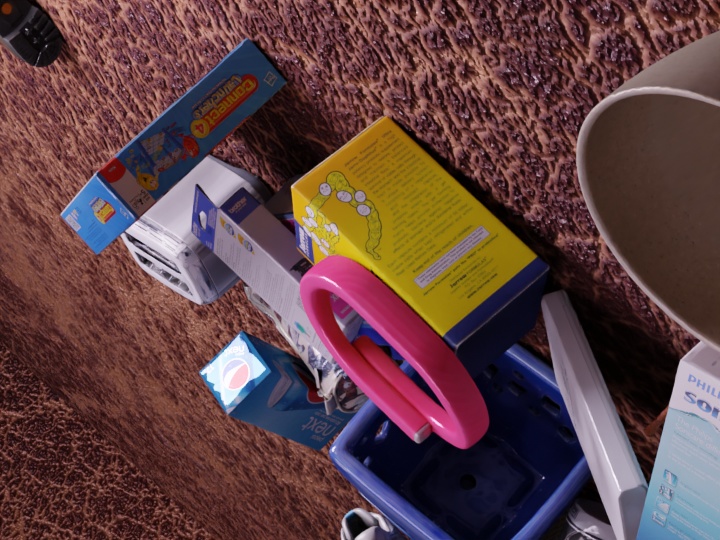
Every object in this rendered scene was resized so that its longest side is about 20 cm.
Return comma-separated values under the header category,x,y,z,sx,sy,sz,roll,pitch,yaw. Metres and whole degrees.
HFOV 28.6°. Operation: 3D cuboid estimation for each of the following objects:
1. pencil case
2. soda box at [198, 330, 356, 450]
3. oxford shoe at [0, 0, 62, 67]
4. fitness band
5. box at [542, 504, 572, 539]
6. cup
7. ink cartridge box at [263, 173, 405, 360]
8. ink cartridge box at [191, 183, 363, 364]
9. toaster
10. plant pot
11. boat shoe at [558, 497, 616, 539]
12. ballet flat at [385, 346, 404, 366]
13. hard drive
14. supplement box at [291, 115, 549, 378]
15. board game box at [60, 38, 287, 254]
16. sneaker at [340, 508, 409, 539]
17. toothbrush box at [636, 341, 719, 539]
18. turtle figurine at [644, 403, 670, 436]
category,x,y,z,sx,sy,sz,roll,pitch,yaw
pencil case,-0.046,0.064,1.509,0.200,0.089,0.078,48,147,38
soda box,-0.084,0.132,1.523,0.064,0.068,0.200,50,-171,30
oxford shoe,-0.427,-0.317,1.607,0.084,0.073,0.200,24,151,48
fitness band,0.025,0.071,1.166,0.200,0.037,0.144,43,160,21
box,0.221,0.342,1.446,0.176,0.096,0.200,58,-174,-28
cup,0.234,-0.057,0.728,0.200,0.143,0.200,39,159,18
ink cartridge box,0.000,0.000,1.380,0.200,0.076,0.136,51,159,-18
ink cartridge box,-0.081,-0.004,1.364,0.200,0.042,0.119,41,160,8
toaster,-0.175,-0.049,1.543,0.200,0.129,0.114,29,155,36
plant pot,0.109,0.186,1.354,0.200,0.200,0.180,38,164,17
boat shoe,0.277,0.282,1.304,0.199,0.068,0.074,22,-168,4
ballet flat,0.028,0.108,1.546,0.066,0.057,0.200,47,159,-5
hard drive,0.195,0.131,1.163,0.132,0.026,0.200,71,-178,-48
supplement box,0.047,-0.011,1.190,0.200,0.109,0.109,45,160,21
board game box,-0.181,-0.113,1.341,0.056,0.196,0.200,48,160,-8
sneaker,0.015,0.267,1.369,0.087,0.075,0.200,54,169,1
toothbrush box,0.291,0.147,1.001,0.146,0.085,0.201,30,138,30
turtle figurine,0.307,0.186,1.145,0.161,0.064,0.201,24,134,24
